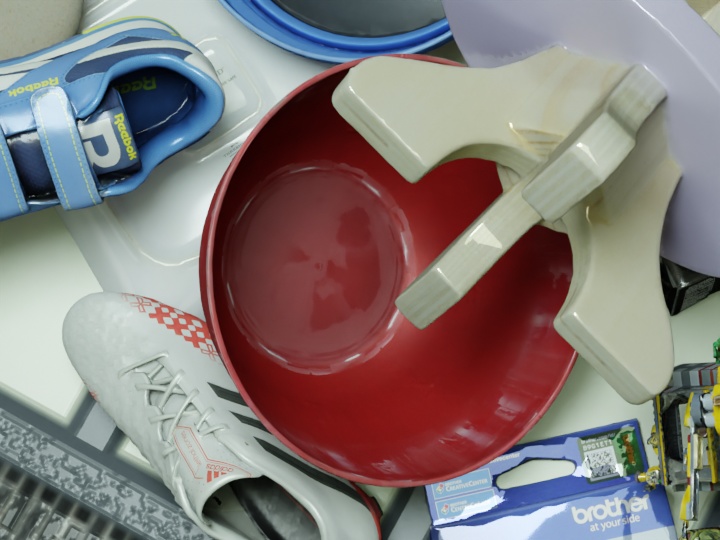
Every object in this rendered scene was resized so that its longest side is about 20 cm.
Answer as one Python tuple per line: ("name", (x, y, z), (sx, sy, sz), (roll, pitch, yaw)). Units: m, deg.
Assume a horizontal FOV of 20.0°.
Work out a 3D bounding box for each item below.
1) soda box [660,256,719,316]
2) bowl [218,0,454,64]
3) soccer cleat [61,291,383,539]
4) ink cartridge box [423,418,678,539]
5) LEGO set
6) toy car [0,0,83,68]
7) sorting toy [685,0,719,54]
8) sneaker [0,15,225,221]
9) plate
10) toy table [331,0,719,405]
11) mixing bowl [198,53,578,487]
("soda box", (0.230, -0.055, 1.017), (0.200, 0.063, 0.071), (-25, 78, -2))
("bowl", (0.004, -0.202, 1.019), (0.200, 0.039, 0.201), (0, 89, 16))
("soccer cleat", (-0.074, 0.083, 0.994), (0.200, 0.085, 0.069), (43, 109, 9))
("ink cartridge box", (0.104, 0.178, 0.992), (0.119, 0.042, 0.200), (-12, 76, 1))
("LEGO set", (0.167, 0.119, 0.915), (0.116, 0.154, 0.200), (-5, 102, 30))
("toy car", (-0.250, -0.173, 1.041), (0.200, 0.177, 0.185), (24, 79, 49))
("sorting toy", (0.213, -0.144, 0.973), (0.199, 0.200, 0.070), (-40, 99, -8))
("sneaker", (-0.153, -0.063, 0.970), (0.200, 0.074, 0.082), (-29, 33, -22))
("plate", (-0.079, -0.088, 1.062), (0.199, 0.032, 0.200), (-33, 79, -3))
("toy table", (0.085, -0.047, 0.878), (0.200, 0.184, 0.117), (39, 59, 9))
("mixing bowl", (0.000, 0.000, 0.982), (0.200, 0.108, 0.201), (0, 90, -26))
